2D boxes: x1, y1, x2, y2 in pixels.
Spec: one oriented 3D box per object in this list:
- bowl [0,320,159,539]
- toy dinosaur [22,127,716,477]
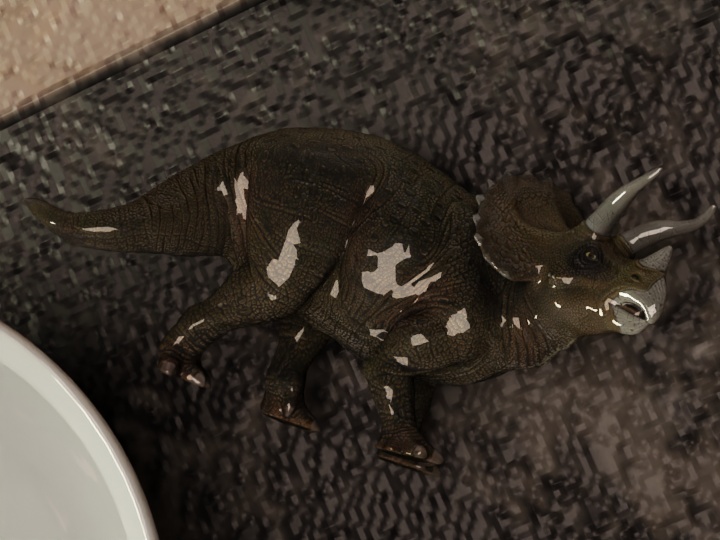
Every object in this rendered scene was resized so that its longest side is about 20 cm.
[{"bbox_3d":[-0.142,0.101,0.827,0.201,0.090,0.201,0,90,13],"label":"bowl"},{"bbox_3d":[0.000,0.000,0.811,0.200,0.077,0.102,19,83,18],"label":"toy dinosaur"}]
